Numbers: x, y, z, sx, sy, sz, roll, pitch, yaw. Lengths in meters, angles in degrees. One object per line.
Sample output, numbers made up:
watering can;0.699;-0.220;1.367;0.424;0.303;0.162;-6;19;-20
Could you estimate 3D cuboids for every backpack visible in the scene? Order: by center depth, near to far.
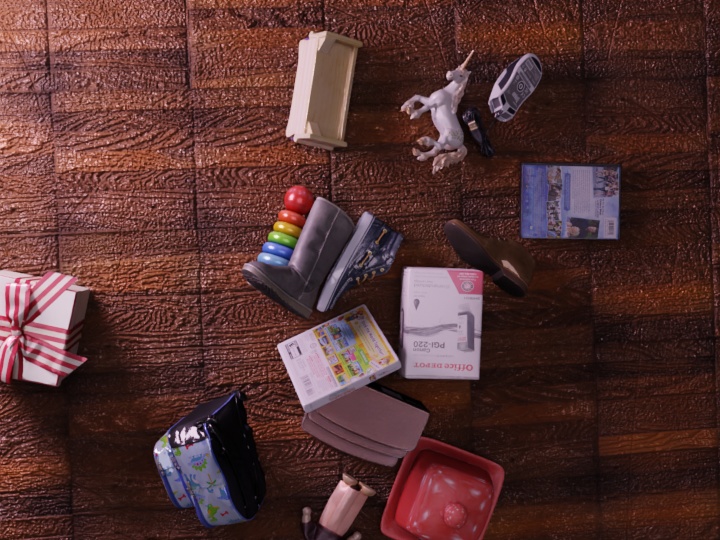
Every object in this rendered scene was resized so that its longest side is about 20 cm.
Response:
backpack;-0.256;0.341;1.683;0.146;0.183;0.202;-19;98;17

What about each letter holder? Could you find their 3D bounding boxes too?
letter holder;0.004;0.276;1.750;0.198;0.101;0.143;24;90;-7

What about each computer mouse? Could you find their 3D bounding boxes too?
computer mouse;0.266;-0.318;1.789;0.201;0.044;0.110;-53;129;-10

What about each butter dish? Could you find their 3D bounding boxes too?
butter dish;0.160;0.429;1.748;0.198;0.148;0.201;21;88;-7

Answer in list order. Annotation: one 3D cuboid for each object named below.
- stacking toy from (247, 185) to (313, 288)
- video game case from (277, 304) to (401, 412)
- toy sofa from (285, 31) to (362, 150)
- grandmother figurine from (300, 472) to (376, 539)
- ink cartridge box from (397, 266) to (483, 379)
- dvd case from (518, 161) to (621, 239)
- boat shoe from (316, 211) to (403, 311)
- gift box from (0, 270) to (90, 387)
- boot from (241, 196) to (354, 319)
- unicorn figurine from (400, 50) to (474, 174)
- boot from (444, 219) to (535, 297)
stacking toy;-0.136;-0.057;1.741;0.084;0.085;0.202;19;82;-7
video game case;-0.041;0.151;1.698;0.180;0.200;0.023;-25;122;-6
toy sofa;-0.066;-0.325;1.744;0.082;0.097;0.203;8;90;-32
grandmother figurine;-0.057;0.475;1.768;0.120;0.061;0.201;28;85;2
ink cartridge box;0.146;0.097;1.771;0.144;0.085;0.203;2;93;-7
dvd case;0.399;-0.132;1.830;0.197;0.018;0.145;1;91;-6
boat shoe;0.000;0.000;1.756;0.090;0.071;0.202;29;87;-5
gift box;-0.549;0.089;1.631;0.197;0.187;0.187;7;91;-6
boot;-0.104;-0.038;1.676;0.182;0.072;0.201;40;73;-46
unicorn figurine;0.150;-0.290;1.775;0.136;0.074;0.202;-17;108;-16
boot;0.242;-0.040;1.797;0.199;0.074;0.076;39;68;-11
